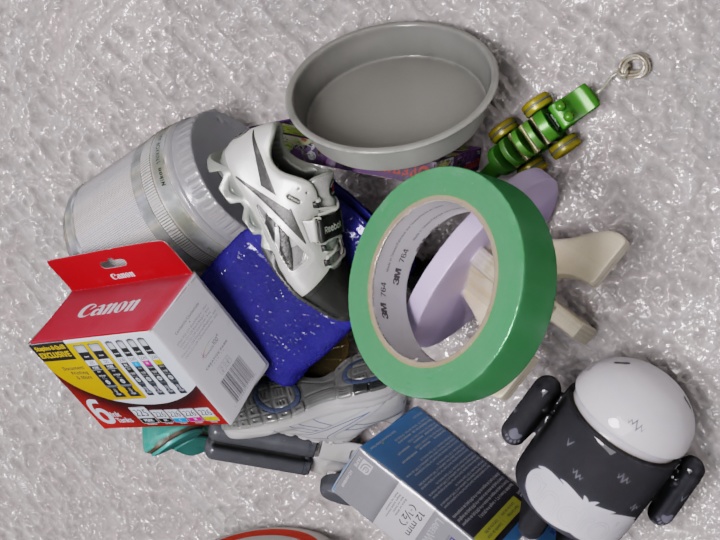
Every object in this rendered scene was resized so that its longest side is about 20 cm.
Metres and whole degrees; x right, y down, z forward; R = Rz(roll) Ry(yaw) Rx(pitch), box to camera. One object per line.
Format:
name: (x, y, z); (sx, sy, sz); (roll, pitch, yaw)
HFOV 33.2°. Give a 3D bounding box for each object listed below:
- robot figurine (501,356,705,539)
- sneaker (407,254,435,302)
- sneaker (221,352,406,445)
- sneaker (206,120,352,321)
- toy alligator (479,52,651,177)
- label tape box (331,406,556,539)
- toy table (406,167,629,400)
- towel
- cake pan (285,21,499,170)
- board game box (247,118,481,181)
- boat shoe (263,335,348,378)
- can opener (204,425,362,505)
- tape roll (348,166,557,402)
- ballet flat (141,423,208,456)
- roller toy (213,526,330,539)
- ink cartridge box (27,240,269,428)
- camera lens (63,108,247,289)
robot figurine: (0.224, 0.174, 1.132); (0.200, 0.150, 0.125); (-60, 40, 24)
sneaker: (0.000, 0.000, 1.234); (0.200, 0.071, 0.098); (15, 107, 21)
sneaker: (-0.044, 0.149, 1.248); (0.200, 0.075, 0.087); (-11, 127, 2)
sneaker: (-0.048, -0.045, 1.095); (0.088, 0.074, 0.200); (-33, 100, 25)
toy alligator: (0.180, -0.138, 1.124); (0.200, 0.054, 0.059); (-36, 84, 28)
label tape box: (0.090, 0.235, 1.196); (0.200, 0.143, 0.066); (39, 114, 14)
toy table: (0.145, 0.017, 1.117); (0.117, 0.184, 0.200); (42, 109, 28)
towel: (-0.059, 0.006, 1.186); (0.148, 0.050, 0.200); (43, 115, -4)
cake pan: (0.031, -0.162, 1.129); (0.200, 0.200, 0.037); (12, 139, 24)
board game box: (0.004, -0.119, 1.179); (0.200, 0.120, 0.032); (13, 112, 24)
boat shoe: (-0.073, 0.123, 1.307); (0.073, 0.063, 0.201); (18, 119, -15)
can opener: (-0.065, 0.202, 1.277); (0.200, 0.067, 0.053); (11, 123, -6)
tape roll: (0.075, 0.012, 1.041); (0.200, 0.048, 0.201); (-11, 74, 44)
ballet flat: (-0.201, 0.162, 1.304); (0.067, 0.200, 0.070); (-28, 80, 0)
roller toy: (-0.103, 0.371, 1.295); (0.182, 0.200, 0.140); (-2, 101, 21)
ink cartridge box: (-0.224, 0.068, 1.192); (0.200, 0.084, 0.176); (-9, 128, 41)
camera lens: (-0.198, -0.057, 1.268); (0.200, 0.160, 0.160); (-29, 87, 28)
